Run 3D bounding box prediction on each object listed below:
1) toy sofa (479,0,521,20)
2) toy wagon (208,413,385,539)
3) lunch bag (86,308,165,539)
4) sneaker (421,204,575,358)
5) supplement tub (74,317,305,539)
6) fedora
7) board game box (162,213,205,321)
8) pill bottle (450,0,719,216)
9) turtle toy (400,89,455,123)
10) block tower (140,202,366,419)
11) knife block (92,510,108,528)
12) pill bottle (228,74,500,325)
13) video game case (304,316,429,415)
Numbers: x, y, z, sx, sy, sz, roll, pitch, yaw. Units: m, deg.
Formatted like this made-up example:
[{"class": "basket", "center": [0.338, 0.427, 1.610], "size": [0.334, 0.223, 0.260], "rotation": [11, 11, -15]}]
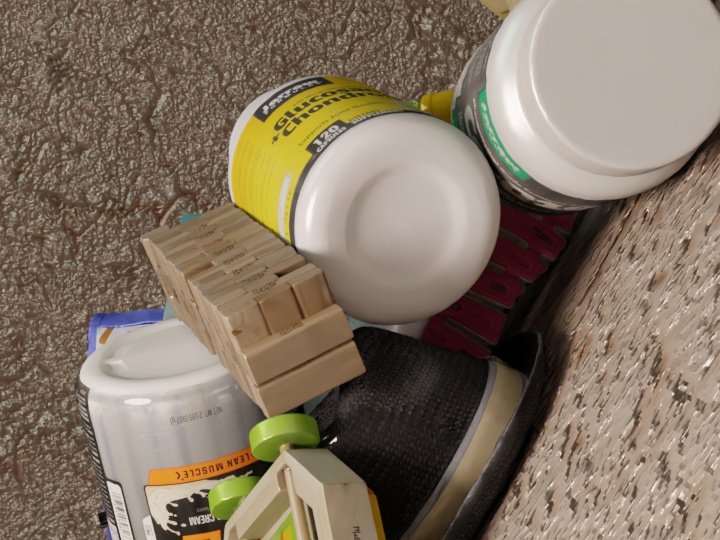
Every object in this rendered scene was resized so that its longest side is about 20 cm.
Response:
[{"class": "toy sofa", "center": [0.137, -0.159, 1.013], "size": [0.098, 0.083, 0.200], "rotation": [-48, 20, 20]}, {"class": "toy wagon", "center": [-0.039, 0.168, 0.758], "size": [0.200, 0.040, 0.155], "rotation": [125, 140, -51]}, {"class": "lunch bag", "center": [-0.125, 0.122, 1.299], "size": [0.124, 0.170, 0.200], "rotation": [-70, -25, -65]}, {"class": "sneaker", "center": [0.065, 0.007, 0.987], "size": [0.200, 0.074, 0.087], "rotation": [-64, 10, -10]}, {"class": "supplement tub", "center": [-0.082, 0.134, 0.907], "size": [0.123, 0.122, 0.200], "rotation": [-67, -33, -69]}, {"class": "fedora", "center": [0.014, 0.089, 0.822], "size": [0.201, 0.092, 0.201], "rotation": [-59, 3, 5]}, {"class": "board game box", "center": [-0.068, 0.020, 1.215], "size": [0.200, 0.151, 0.047], "rotation": [-91, -2, -58]}, {"class": "pill bottle", "center": [0.113, -0.089, 0.810], "size": [0.113, 0.113, 0.200], "rotation": [-59, 2, -4]}, {"class": "turtle toy", "center": [0.026, -0.027, 1.110], "size": [0.101, 0.146, 0.200], "rotation": [27, -127, -67]}, {"class": "block tower", "center": [-0.060, 0.014, 0.832], "size": [0.058, 0.054, 0.200], "rotation": [-25, 20, -14]}, {"class": "knife block", "center": [-0.093, 0.133, 1.143], "size": [0.200, 0.064, 0.176], "rotation": [-44, -19, 9]}, {"class": "pill bottle", "center": [-0.010, -0.048, 0.892], "size": [0.112, 0.112, 0.200], "rotation": [-58, 25, 3]}, {"class": "video game case", "center": [0.000, 0.000, 0.989], "size": [0.182, 0.023, 0.200], "rotation": [21, 87, 63]}]
